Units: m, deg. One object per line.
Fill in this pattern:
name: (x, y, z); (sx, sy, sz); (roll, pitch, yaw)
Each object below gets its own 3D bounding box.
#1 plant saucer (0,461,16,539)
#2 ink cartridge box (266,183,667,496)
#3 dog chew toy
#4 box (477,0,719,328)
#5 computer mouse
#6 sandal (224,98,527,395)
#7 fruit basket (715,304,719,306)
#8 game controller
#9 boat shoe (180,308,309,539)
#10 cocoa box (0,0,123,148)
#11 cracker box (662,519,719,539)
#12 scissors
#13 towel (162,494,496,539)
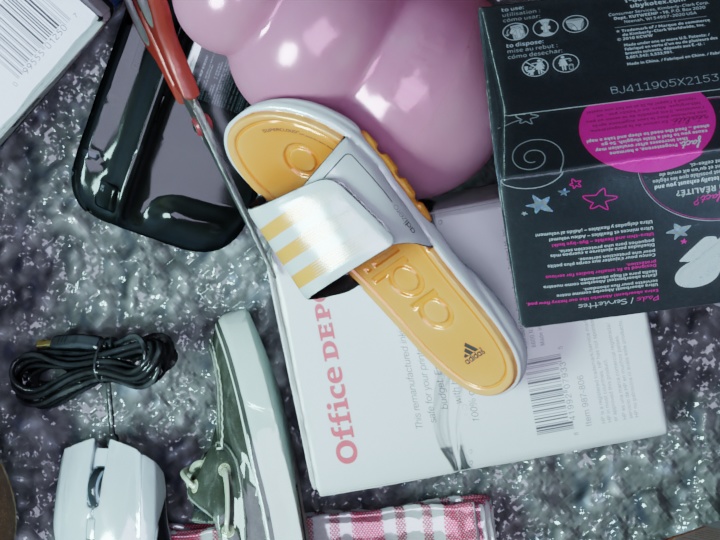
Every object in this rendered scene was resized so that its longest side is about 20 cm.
plant saucer: (-0.293, 0.135, 1.599); (0.199, 0.035, 0.201); (3, 126, 4)
ink cartridge box: (0.059, 0.031, 1.588); (0.199, 0.084, 0.146); (-10, 99, 3)
dog chew toy: (-0.014, -0.123, 1.531); (0.199, 0.125, 0.125); (30, 100, -19)
box: (0.166, -0.064, 1.443); (0.199, 0.133, 0.115); (-7, 137, 3)
computer mouse: (-0.142, 0.134, 1.619); (0.109, 0.044, 0.201); (-2, 102, 29)
sandal: (0.005, -0.003, 1.497); (0.207, 0.059, 0.079); (45, 133, -6)
fruit basket: (0.285, -0.048, 1.579); (0.184, 0.094, 0.201); (23, 115, -2)
game controller: (-0.087, -0.112, 1.598); (0.104, 0.042, 0.201); (18, 101, -16)
boat shoe: (-0.067, 0.122, 1.596); (0.063, 0.071, 0.201); (-12, 80, 3)
cocoa box: (-0.242, -0.114, 1.549); (0.133, 0.131, 0.200); (42, 98, -6)
cracker box: (0.231, 0.199, 1.561); (0.057, 0.199, 0.135); (8, 102, 40)
scissors: (-0.091, -0.090, 1.550); (0.014, 0.073, 0.201); (-27, 103, -14)
towel: (-0.015, 0.207, 1.652); (0.199, 0.030, 0.147); (-6, 100, 5)
